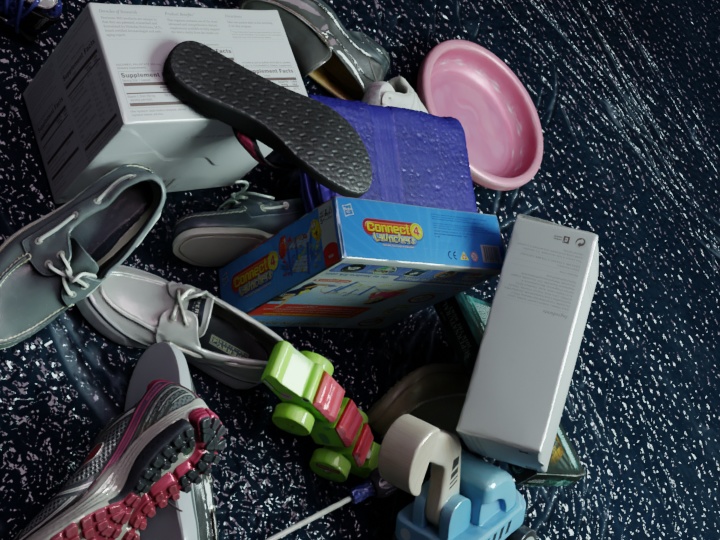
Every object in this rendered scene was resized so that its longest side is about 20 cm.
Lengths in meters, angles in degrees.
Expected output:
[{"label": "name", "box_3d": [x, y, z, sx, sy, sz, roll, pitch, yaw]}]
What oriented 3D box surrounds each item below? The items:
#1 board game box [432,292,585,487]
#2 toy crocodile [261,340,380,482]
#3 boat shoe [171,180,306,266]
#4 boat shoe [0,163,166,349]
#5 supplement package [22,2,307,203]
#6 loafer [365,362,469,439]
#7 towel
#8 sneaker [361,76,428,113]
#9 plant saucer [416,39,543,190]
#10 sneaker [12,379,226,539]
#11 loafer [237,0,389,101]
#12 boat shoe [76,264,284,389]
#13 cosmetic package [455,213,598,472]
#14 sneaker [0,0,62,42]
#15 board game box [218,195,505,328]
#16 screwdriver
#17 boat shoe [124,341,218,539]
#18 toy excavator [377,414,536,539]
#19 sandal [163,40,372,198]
[{"label": "board game box", "box_3d": [0.151, 0.120, 1.066, 0.135, 0.028, 0.202, 20, 42, -56]}, {"label": "toy crocodile", "box_3d": [-0.027, 0.134, 0.964, 0.201, 0.061, 0.068, 57, 46, -39]}, {"label": "boat shoe", "box_3d": [-0.101, -0.046, 1.017, 0.198, 0.075, 0.063, -5, 72, -43]}, {"label": "boat shoe", "box_3d": [-0.235, -0.013, 0.854, 0.200, 0.061, 0.073, -45, 115, -20]}, {"label": "supplement package", "box_3d": [-0.174, -0.150, 0.953, 0.198, 0.155, 0.113, -10, 75, -42]}, {"label": "loafer", "box_3d": [0.088, 0.136, 1.075, 0.198, 0.076, 0.068, -13, 63, -43]}, {"label": "towel", "box_3d": [0.026, -0.093, 1.064, 0.197, 0.049, 0.150, 2, 75, -34]}, {"label": "sneaker", "box_3d": [0.013, -0.144, 1.153, 0.101, 0.074, 0.200, 63, 37, -19]}, {"label": "plant saucer", "box_3d": [0.141, -0.186, 1.309, 0.198, 0.051, 0.204, 19, 57, -31]}, {"label": "sneaker", "box_3d": [-0.195, 0.170, 0.808, 0.199, 0.081, 0.074, -41, 51, -18]}, {"label": "loafer", "box_3d": [-0.051, -0.247, 1.168, 0.198, 0.072, 0.073, 25, 58, -26]}, {"label": "boat shoe", "box_3d": [-0.153, 0.045, 0.931, 0.199, 0.065, 0.073, 33, 51, -23]}, {"label": "cosmetic package", "box_3d": [0.154, 0.069, 0.949, 0.080, 0.113, 0.203, 15, 73, 17]}, {"label": "sneaker", "box_3d": [-0.327, -0.259, 0.935, 0.116, 0.080, 0.199, 53, 44, -1]}, {"label": "board game box", "box_3d": [0.000, 0.000, 0.990, 0.198, 0.195, 0.057, 4, 69, -39]}, {"label": "screwdriver", "box_3d": [-0.021, 0.212, 0.949, 0.198, 0.029, 0.028, -22, 86, -30]}, {"label": "boat shoe", "box_3d": [-0.154, 0.162, 0.879, 0.056, 0.068, 0.203, 25, 52, -53]}, {"label": "toy excavator", "box_3d": [0.080, 0.199, 0.950, 0.193, 0.099, 0.203, -22, 122, -46]}, {"label": "sandal", "box_3d": [-0.077, -0.122, 0.891, 0.198, 0.045, 0.076, 30, 46, -8]}]
